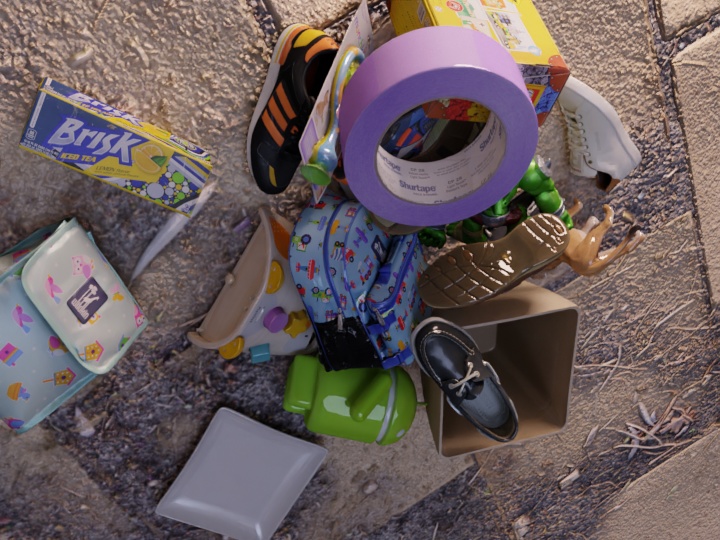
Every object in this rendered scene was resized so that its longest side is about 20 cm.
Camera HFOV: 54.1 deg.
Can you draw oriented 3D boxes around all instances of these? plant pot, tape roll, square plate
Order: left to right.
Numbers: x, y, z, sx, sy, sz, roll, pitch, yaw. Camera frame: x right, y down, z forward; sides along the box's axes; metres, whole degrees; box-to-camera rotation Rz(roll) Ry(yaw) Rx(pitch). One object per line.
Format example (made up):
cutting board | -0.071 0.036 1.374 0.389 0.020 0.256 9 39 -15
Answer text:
square plate | -0.176 0.310 1.061 0.197 0.029 0.200 29 103 -28
tape roll | 0.076 -0.138 0.713 0.194 0.067 0.203 -4 140 -3
plant pot | 0.173 0.111 1.003 0.194 0.178 0.205 -9 118 -13

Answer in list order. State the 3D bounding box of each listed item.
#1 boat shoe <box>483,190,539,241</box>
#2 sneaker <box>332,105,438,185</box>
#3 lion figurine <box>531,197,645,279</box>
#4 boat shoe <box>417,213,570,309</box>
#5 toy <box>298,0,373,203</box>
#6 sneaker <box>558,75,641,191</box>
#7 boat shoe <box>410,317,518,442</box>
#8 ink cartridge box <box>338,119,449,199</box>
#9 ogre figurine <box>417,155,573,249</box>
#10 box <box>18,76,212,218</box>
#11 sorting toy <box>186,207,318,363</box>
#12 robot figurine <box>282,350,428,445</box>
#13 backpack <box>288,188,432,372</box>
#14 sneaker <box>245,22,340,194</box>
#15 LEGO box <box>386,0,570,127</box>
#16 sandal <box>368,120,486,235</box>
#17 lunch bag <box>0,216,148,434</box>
boat shoe | 0.195 -0.054 0.995 0.198 0.072 0.068 -36 123 -3
sneaker | 0.053 -0.171 0.855 0.199 0.076 0.078 -40 139 13
lion figurine | 0.298 -0.031 0.978 0.072 0.200 0.123 43 90 -10
boat shoe | 0.165 0.001 0.874 0.196 0.073 0.068 -24 156 -2
toy | -0.007 -0.184 0.791 0.116 0.046 0.204 74 37 -63
sneaker | 0.315 -0.182 0.976 0.085 0.073 0.199 -48 121 4
boat shoe | 0.134 0.136 0.866 0.076 0.061 0.200 -43 119 6
ink cartridge box | 0.061 -0.162 0.923 0.197 0.051 0.164 -28 121 10
ogre figurine | 0.173 -0.088 0.903 0.195 0.099 0.122 11 134 19
box | -0.271 -0.137 0.796 0.196 0.065 0.071 22 106 -27
sorting toy | -0.099 0.050 0.943 0.178 0.107 0.203 20 107 -46
robot figurine | -0.008 0.178 0.995 0.194 0.119 0.176 14 155 -10
backpack | 0.000 0.000 0.880 0.131 0.184 0.203 -4 126 29
sneaker | -0.075 -0.177 0.822 0.069 0.089 0.205 -1 115 -44
LEGO box | 0.125 -0.263 0.792 0.145 0.204 0.078 1 142 -19
sandal | 0.095 -0.116 0.842 0.080 0.054 0.200 42 84 14
lunch bag | -0.368 0.056 0.823 0.198 0.122 0.173 -35 119 -10
